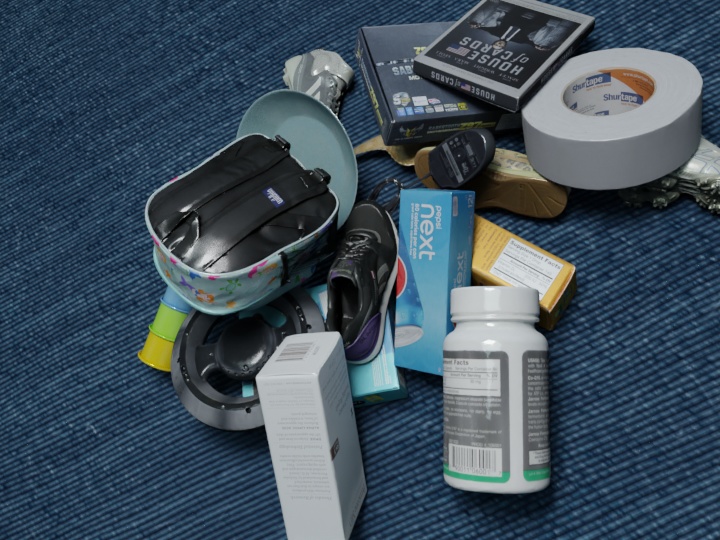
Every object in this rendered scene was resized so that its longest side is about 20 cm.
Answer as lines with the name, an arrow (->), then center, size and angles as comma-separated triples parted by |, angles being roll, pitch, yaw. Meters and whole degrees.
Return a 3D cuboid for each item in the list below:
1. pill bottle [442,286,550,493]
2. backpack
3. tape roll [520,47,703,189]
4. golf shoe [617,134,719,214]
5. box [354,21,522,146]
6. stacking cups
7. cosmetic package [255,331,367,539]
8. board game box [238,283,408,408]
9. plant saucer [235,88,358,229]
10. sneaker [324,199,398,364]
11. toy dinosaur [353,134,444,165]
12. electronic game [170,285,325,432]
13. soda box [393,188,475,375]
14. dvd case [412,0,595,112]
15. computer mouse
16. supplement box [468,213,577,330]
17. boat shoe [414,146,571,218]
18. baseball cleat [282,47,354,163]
pill bottle -> 0.142, 0.121, 0.769 | 0.111, 0.113, 0.204 | -1, 84, 19
backpack -> -0.143, -0.044, 0.851 | 0.199, 0.152, 0.177 | -33, 63, -33
tape roll -> 0.288, -0.180, 0.850 | 0.197, 0.067, 0.202 | -12, 40, 10
golf shoe -> 0.395, -0.119, 0.830 | 0.197, 0.079, 0.098 | 11, 67, 22
box -> 0.105, -0.247, 0.948 | 0.197, 0.051, 0.160 | -8, 62, -16
stacking cups -> -0.225, 0.030, 0.958 | 0.060, 0.060, 0.202 | 27, 97, 27
cosmetic package -> -0.048, 0.180, 0.787 | 0.073, 0.102, 0.203 | -5, 109, 16
board game box -> -0.050, 0.097, 0.908 | 0.197, 0.047, 0.153 | -14, 64, 14
plant saucer -> -0.079, -0.139, 0.978 | 0.198, 0.039, 0.204 | 13, 114, 29
sneaker -> 0.000, 0.000, 0.854 | 0.074, 0.088, 0.203 | -3, 67, 18
toy dinosaur -> 0.057, -0.185, 0.982 | 0.197, 0.058, 0.103 | 1, 70, 19
electronic game -> -0.136, 0.095, 0.888 | 0.196, 0.042, 0.203 | -6, 61, 11
soda box -> 0.083, 0.010, 0.834 | 0.067, 0.064, 0.204 | 7, 99, 33
dvd case -> 0.180, -0.281, 0.915 | 0.149, 0.025, 0.200 | 28, 56, 26
computer mouse -> 0.082, -0.110, 0.895 | 0.198, 0.034, 0.059 | -28, 79, 33
supplement box -> 0.156, -0.012, 0.872 | 0.199, 0.067, 0.069 | 34, 80, 27
boat shoe -> 0.164, -0.118, 0.917 | 0.197, 0.074, 0.063 | 19, 46, 18
baseball cleat -> -0.050, -0.239, 1.035 | 0.105, 0.070, 0.202 | -23, 64, 9
